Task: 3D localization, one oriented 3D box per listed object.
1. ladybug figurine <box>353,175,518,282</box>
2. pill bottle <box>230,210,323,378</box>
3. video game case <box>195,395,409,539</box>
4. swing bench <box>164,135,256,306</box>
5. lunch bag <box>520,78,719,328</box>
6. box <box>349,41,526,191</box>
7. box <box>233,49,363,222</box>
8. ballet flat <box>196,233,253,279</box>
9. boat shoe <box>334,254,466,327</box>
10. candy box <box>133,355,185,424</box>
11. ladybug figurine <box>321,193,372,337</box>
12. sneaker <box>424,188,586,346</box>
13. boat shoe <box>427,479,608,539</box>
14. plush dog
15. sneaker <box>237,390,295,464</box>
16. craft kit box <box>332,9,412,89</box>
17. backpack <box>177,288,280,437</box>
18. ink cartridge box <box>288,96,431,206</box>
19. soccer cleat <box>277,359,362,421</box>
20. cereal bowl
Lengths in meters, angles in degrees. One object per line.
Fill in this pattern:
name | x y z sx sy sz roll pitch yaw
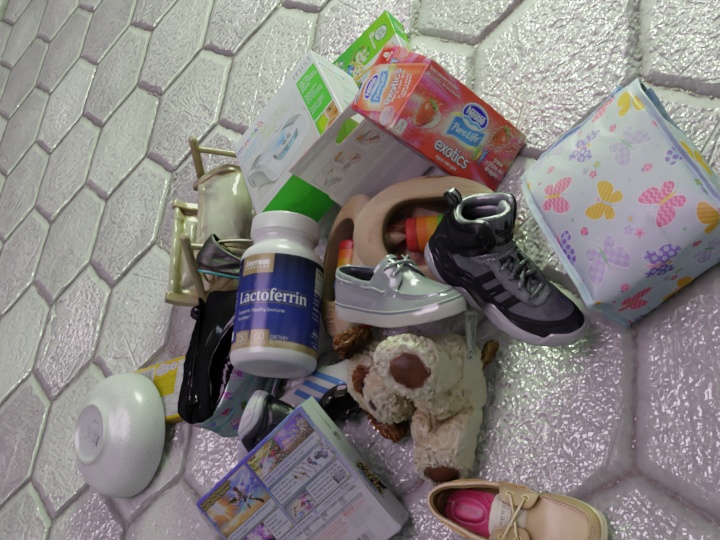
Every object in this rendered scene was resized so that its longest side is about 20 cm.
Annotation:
ladybug figurine | 0.092 -0.042 1.054 0.196 0.072 0.139 -1 82 13
pill bottle | -0.107 0.032 1.151 0.115 0.115 0.204 -14 64 40
video game case | -0.071 0.283 1.036 0.200 0.045 0.182 -43 85 19
swing bench | -0.238 -0.072 1.410 0.201 0.127 0.202 122 150 -54
lunch bag | 0.274 -0.074 0.893 0.169 0.126 0.202 -41 55 23
box | 0.098 -0.183 1.077 0.096 0.199 0.102 -58 40 5
box | -0.078 -0.185 1.277 0.200 0.096 0.178 -46 43 22
ballet flat | -0.140 -0.004 1.251 0.068 0.197 0.070 65 -137 -87
boat shoe | 0.034 0.019 0.961 0.199 0.069 0.073 0 104 52
candy box | -0.318 0.201 1.431 0.198 0.026 0.104 -18 60 39
ladybug figurine | 0.000 0.000 1.163 0.135 0.071 0.204 -14 64 61
sneaker | 0.155 -0.008 0.911 0.199 0.115 0.075 34 53 23
boat shoe | 0.150 0.253 0.880 0.198 0.069 0.075 -6 64 44
plush dog | 0.056 0.124 1.000 0.170 0.202 0.161 2 36 36
sneaker | -0.097 0.250 1.116 0.112 0.203 0.076 13 35 11
craft kit box | 0.006 -0.269 1.343 0.197 0.048 0.202 -38 46 22
backpack | -0.182 0.135 1.251 0.166 0.125 0.203 -13 60 55
ink cartridge box | 0.022 -0.174 1.170 0.200 0.175 0.045 -44 43 19
soccer cleat | -0.060 0.173 1.159 0.198 0.070 0.087 -29 32 32
cereal bowl | -0.407 0.266 1.417 0.198 0.083 0.204 -13 71 41
